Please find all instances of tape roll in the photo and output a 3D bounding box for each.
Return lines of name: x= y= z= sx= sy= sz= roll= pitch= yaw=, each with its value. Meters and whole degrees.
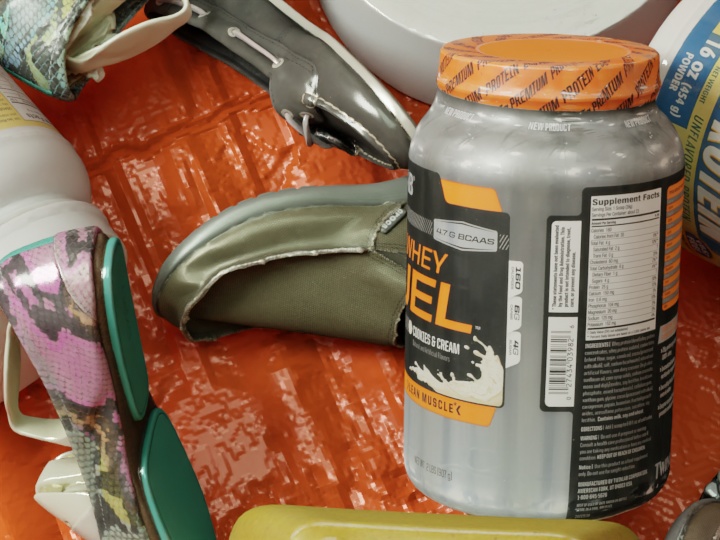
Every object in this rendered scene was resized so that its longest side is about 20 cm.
tape roll: x=0.070 y=-0.183 z=1.119 sx=0.202 sy=0.071 sz=0.203 roll=0 pitch=67 yaw=1

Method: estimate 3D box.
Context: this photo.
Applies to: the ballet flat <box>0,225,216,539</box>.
ballet flat: x=-0.118 y=0.071 z=0.968 sx=0.071 sy=0.200 sz=0.069 roll=-9 pitch=30 yaw=10

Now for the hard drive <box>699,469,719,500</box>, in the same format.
hard drive: x=0.272 y=0.079 z=1.021 sx=0.140 sy=0.038 sz=0.200 roll=40 pitch=72 yaw=16

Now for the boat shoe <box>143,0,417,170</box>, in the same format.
boat shoe: x=-0.038 y=-0.096 z=1.073 sx=0.057 sy=0.067 sz=0.200 roll=-43 pitch=52 yaw=-2

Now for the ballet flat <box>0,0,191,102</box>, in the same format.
ballet flat: x=-0.093 y=-0.156 z=1.067 sx=0.200 sy=0.074 sz=0.074 roll=-44 pitch=72 yaw=-6

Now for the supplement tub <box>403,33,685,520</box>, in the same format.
supplement tub: x=0.080 y=0.001 z=0.964 sx=0.122 sy=0.123 sz=0.201 roll=1 pitch=104 yaw=2

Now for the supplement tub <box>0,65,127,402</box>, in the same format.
supplement tub: x=-0.217 y=-0.043 z=1.022 sx=0.145 sy=0.145 sz=0.200 roll=-37 pitch=71 yaw=-14

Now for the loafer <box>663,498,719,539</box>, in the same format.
loafer: x=0.179 y=0.195 z=0.943 sx=0.073 sy=0.071 sz=0.201 roll=9 pitch=68 yaw=-44

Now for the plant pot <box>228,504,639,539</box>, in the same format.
plant pot: x=0.029 y=0.188 z=0.889 sx=0.195 sy=0.200 sz=0.195 roll=3 pitch=67 yaw=1

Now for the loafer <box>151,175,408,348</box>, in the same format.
loafer: x=0.000 y=0.000 z=1.038 sx=0.199 sy=0.075 sz=0.070 roll=-15 pitch=63 yaw=-6

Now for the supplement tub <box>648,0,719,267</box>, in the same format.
supplement tub: x=0.233 y=-0.046 z=0.984 sx=0.145 sy=0.145 sz=0.200 roll=-46 pitch=48 yaw=-17
